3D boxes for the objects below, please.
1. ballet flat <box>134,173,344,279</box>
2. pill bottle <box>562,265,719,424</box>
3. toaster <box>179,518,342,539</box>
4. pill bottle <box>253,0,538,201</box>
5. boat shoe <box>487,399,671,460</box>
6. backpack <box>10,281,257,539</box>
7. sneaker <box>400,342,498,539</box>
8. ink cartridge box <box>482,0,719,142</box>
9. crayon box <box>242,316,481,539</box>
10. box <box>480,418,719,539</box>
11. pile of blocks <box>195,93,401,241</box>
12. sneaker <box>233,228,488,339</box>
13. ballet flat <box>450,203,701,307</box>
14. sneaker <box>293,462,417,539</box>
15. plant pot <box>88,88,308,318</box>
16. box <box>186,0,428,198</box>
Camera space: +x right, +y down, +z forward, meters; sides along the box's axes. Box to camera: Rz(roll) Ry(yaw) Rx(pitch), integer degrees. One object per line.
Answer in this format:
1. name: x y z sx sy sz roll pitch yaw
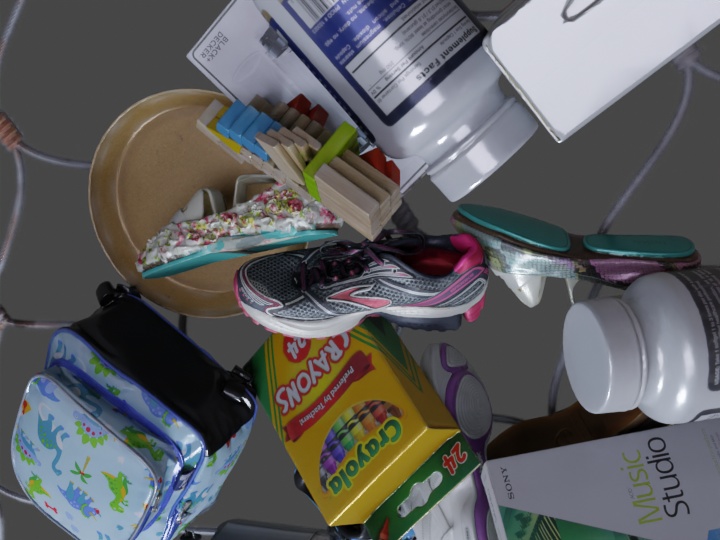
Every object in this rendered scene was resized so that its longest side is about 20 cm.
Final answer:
1. ballet flat: -0.099 -0.041 0.845 0.199 0.076 0.064 -13 84 27
2. pill bottle: 0.257 0.052 0.774 0.199 0.111 0.111 -6 109 -12
3. toaster: -0.068 0.302 0.941 0.129 0.114 0.201 -5 117 30
4. pill bottle: 0.029 -0.149 0.730 0.111 0.111 0.200 -39 95 21
5. boat shoe: 0.184 0.148 0.880 0.200 0.071 0.070 -35 138 26
6. backpack: -0.208 0.150 0.909 0.183 0.147 0.201 34 129 14
7. sneaker: 0.064 0.161 0.879 0.099 0.075 0.201 -21 69 39
8. ink cartridge box: 0.166 -0.178 0.703 0.144 0.200 0.084 -37 97 21
9. crayon box: -0.004 0.115 0.859 0.127 0.051 0.200 -48 56 21
10. box: 0.203 0.194 0.783 0.199 0.145 0.036 -11 148 -4
11. pile of blocks: -0.042 -0.096 0.744 0.200 0.082 0.062 31 77 35
12. sneaker: 0.000 0.000 0.822 0.199 0.081 0.075 -4 144 -3
13. ballet flat: 0.166 -0.003 0.837 0.199 0.069 0.072 9 113 4
14. sneaker: 0.012 0.225 0.930 0.200 0.090 0.078 40 112 -4
15. plant pot: -0.135 -0.057 0.901 0.199 0.027 0.201 4 110 11
16. box: -0.023 -0.143 0.830 0.200 0.060 0.117 43 111 -4
